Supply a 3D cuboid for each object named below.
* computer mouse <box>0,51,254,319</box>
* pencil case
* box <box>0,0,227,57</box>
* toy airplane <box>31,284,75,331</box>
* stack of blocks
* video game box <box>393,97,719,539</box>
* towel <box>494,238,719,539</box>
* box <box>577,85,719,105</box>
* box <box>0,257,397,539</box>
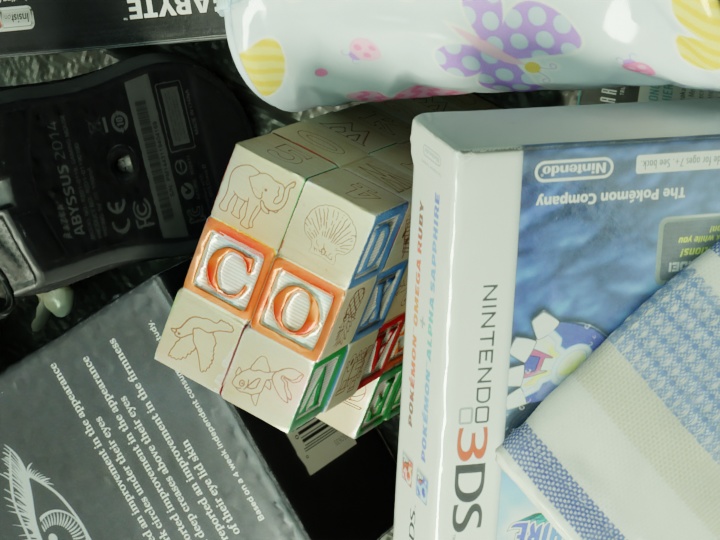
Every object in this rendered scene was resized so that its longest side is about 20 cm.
[{"bbox_3d":[-0.129,-0.043,0.846,0.053,0.200,0.139,-12,89,45],"label":"computer mouse"},{"bbox_3d":[0.049,-0.099,0.708,0.199,0.091,0.084,0,100,31],"label":"pencil case"},{"bbox_3d":[-0.117,-0.195,0.880,0.199,0.050,0.199,-1,100,24],"label":"box"},{"bbox_3d":[-0.225,0.004,0.915,0.199,0.199,0.141,5,131,32],"label":"toy airplane"},{"bbox_3d":[0.000,0.000,0.785,0.058,0.200,0.116,27,110,16],"label":"stack of blocks"},{"bbox_3d":[0.111,0.033,0.710,0.199,0.047,0.183,-5,114,-18],"label":"video game box"},{"bbox_3d":[0.159,0.048,0.663,0.200,0.024,0.147,-43,85,-1],"label":"towel"},{"bbox_3d":[0.184,-0.066,0.772,0.199,0.049,0.083,12,105,21],"label":"box"},{"bbox_3d":[-0.101,0.097,0.905,0.200,0.104,0.148,-30,89,27],"label":"box"}]
